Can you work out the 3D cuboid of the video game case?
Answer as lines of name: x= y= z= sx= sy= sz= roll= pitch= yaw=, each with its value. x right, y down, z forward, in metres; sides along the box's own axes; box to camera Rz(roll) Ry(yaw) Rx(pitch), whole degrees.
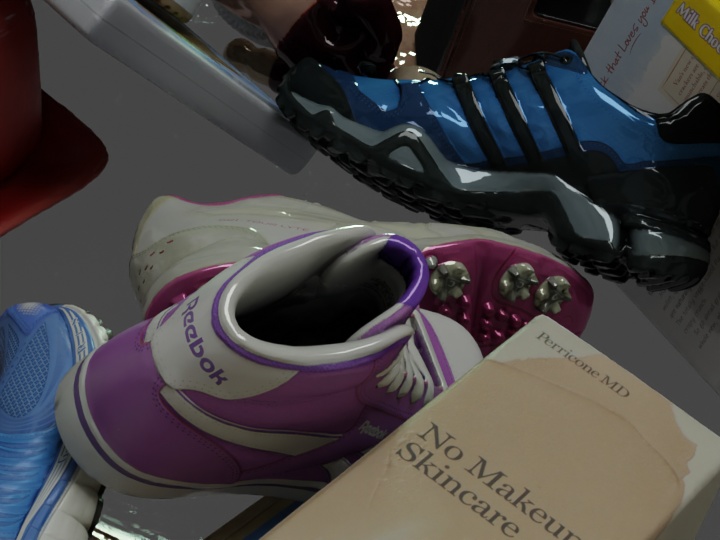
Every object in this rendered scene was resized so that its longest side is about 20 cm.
video game case: x=-0.120 y=-0.125 z=0.915 sx=0.182 sy=0.022 sz=0.200 roll=42 pitch=4 yaw=25

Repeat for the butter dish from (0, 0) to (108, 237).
butter dish: x=-0.216 y=-0.099 z=0.842 sx=0.199 sy=0.148 sz=0.199 roll=34 pitch=41 yaw=18

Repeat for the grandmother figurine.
grandmother figurine: x=-0.022 y=-0.116 z=0.969 sx=0.200 sy=0.121 sz=0.061 roll=43 pitch=68 yaw=-5

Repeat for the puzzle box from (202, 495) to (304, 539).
puzzle box: x=0.010 y=0.128 z=0.767 sx=0.133 sy=0.026 sz=0.200 roll=37 pitch=42 yaw=19

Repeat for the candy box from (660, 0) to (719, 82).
candy box: x=0.217 y=-0.076 z=0.870 sx=0.199 sy=0.026 sz=0.102 roll=-5 pitch=47 yaw=-45

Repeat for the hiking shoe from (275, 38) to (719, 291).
hiking shoe: x=0.063 y=-0.059 z=0.911 sx=0.199 sy=0.074 sz=0.087 roll=21 pitch=84 yaw=10

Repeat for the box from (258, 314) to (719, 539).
box: x=0.032 y=0.106 z=0.719 sx=0.095 sy=0.078 sz=0.200 roll=34 pitch=42 yaw=18

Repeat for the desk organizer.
desk organizer: x=0.091 y=-0.160 z=0.994 sx=0.076 sy=0.201 sz=0.072 roll=12 pitch=39 yaw=-11

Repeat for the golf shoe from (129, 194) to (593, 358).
golf shoe: x=0.000 y=0.000 z=0.876 sx=0.199 sy=0.076 sz=0.092 roll=3 pitch=31 yaw=-26

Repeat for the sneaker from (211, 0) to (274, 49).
sneaker: x=-0.069 y=-0.203 z=1.045 sx=0.075 sy=0.114 sz=0.200 roll=-25 pitch=56 yaw=-41

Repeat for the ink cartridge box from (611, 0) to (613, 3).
ink cartridge box: x=0.235 y=-0.120 z=1.062 sx=0.199 sy=0.126 sz=0.129 roll=-11 pitch=48 yaw=-31

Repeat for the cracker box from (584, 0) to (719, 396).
cracker box: x=0.170 y=-0.033 z=0.926 sx=0.057 sy=0.134 sz=0.200 roll=-5 pitch=44 yaw=-44

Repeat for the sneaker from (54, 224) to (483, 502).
sneaker: x=0.004 y=0.030 z=0.742 sx=0.200 sy=0.114 sz=0.073 roll=-6 pitch=66 yaw=-52

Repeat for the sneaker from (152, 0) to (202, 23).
sneaker: x=-0.117 y=-0.206 z=0.904 sx=0.200 sy=0.109 sz=0.070 roll=40 pitch=4 yaw=6

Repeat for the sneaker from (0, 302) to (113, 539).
sneaker: x=-0.133 y=0.080 z=0.724 sx=0.089 sy=0.079 sz=0.201 roll=15 pitch=40 yaw=-9
